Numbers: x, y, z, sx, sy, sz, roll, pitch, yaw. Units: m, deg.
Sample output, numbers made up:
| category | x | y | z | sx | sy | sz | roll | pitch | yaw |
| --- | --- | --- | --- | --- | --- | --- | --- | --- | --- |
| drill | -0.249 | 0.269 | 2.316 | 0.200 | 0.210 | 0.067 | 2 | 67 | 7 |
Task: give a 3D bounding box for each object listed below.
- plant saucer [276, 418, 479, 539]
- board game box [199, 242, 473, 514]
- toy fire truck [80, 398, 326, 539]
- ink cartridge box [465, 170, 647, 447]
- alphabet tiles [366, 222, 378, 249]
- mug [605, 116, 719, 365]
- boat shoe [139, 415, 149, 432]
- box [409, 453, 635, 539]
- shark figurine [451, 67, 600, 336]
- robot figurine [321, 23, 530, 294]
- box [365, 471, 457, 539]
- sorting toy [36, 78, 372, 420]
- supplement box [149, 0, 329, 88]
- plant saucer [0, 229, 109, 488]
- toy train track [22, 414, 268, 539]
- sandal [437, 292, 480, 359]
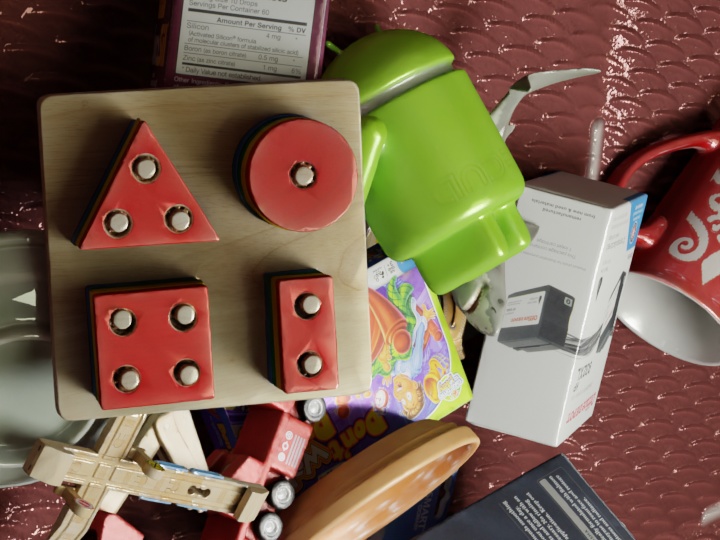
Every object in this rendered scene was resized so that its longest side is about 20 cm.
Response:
| category | x | y | z | sx | sy | sz | roll | pitch | yaw |
| --- | --- | --- | --- | --- | --- | --- | --- | --- | --- |
| plant saucer | -0.003 | 0.169 | 1.696 | 0.200 | 0.038 | 0.200 | -33 | 168 | -8 |
| board game box | -0.023 | 0.079 | 1.716 | 0.200 | 0.045 | 0.135 | -30 | 108 | -28 |
| toy fire truck | -0.113 | 0.136 | 1.594 | 0.141 | 0.049 | 0.201 | 30 | 73 | -34 |
| ink cartridge box | 0.161 | 0.029 | 1.894 | 0.145 | 0.083 | 0.201 | -22 | 126 | -71 |
| alphabet tiles | 0.000 | 0.000 | 1.792 | 0.200 | 0.006 | 0.167 | 3 | 104 | -50 |
| mug | 0.312 | -0.046 | 2.037 | 0.200 | 0.133 | 0.178 | -55 | 141 | -21 |
| boat shoe | -0.192 | 0.074 | 1.552 | 0.075 | 0.075 | 0.202 | -53 | 139 | -9 |
| box | 0.096 | 0.279 | 1.879 | 0.200 | 0.118 | 0.197 | -24 | 155 | -40 |
| shark figurine | 0.112 | -0.058 | 1.783 | 0.089 | 0.128 | 0.215 | 13 | 90 | -30 |
| robot figurine | 0.042 | -0.087 | 1.676 | 0.201 | 0.115 | 0.175 | 61 | 30 | 3 |
| box | -0.005 | 0.173 | 1.831 | 0.200 | 0.048 | 0.122 | 5 | 103 | -49 |
| sorting toy | -0.089 | -0.012 | 1.409 | 0.199 | 0.070 | 0.200 | -4 | 97 | -14 |
| supplement box | -0.088 | -0.090 | 1.507 | 0.103 | 0.131 | 0.201 | 6 | 94 | -9 |
| plant saucer | -0.219 | 0.069 | 1.465 | 0.199 | 0.050 | 0.201 | -11 | 127 | -15 |
| toy train track | -0.132 | 0.142 | 1.507 | 0.200 | 0.033 | 0.115 | 17 | 105 | -46 |
| sandal | 0.069 | 0.047 | 1.841 | 0.200 | 0.054 | 0.082 | -20 | 123 | -51 |
